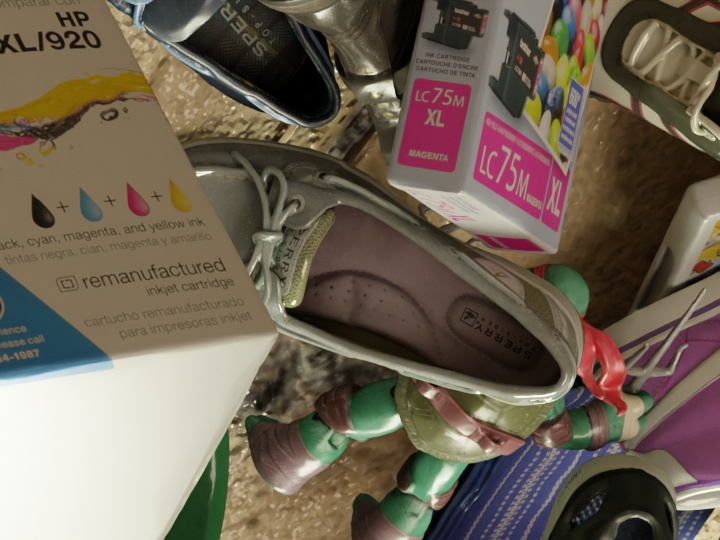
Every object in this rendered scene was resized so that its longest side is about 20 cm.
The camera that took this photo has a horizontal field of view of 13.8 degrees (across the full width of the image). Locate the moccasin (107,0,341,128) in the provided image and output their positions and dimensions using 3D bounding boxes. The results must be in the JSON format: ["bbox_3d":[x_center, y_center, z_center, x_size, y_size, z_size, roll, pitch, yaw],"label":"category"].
[{"bbox_3d":[-0.065,-0.126,1.177,0.081,0.068,0.200,-50,135,4],"label":"moccasin"}]

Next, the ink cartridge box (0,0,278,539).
[{"bbox_3d":[-0.152,-0.003,1.086,0.146,0.201,0.145,-8,145,-33],"label":"ink cartridge box"}]

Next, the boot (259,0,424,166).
[{"bbox_3d":[0.002,-0.157,1.194,0.174,0.069,0.201,38,57,-66],"label":"boot"}]

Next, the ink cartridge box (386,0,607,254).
[{"bbox_3d":[0.067,-0.117,1.216,0.119,0.042,0.201,27,71,-65],"label":"ink cartridge box"}]

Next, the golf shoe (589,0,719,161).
[{"bbox_3d":[0.144,-0.092,1.283,0.199,0.088,0.078,27,98,-1],"label":"golf shoe"}]

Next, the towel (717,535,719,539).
[{"bbox_3d":[0.182,0.157,1.499,0.201,0.023,0.144,-57,180,-17],"label":"towel"}]

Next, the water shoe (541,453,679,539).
[{"bbox_3d":[0.095,0.181,1.346,0.071,0.079,0.201,9,113,-1],"label":"water shoe"}]

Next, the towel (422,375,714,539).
[{"bbox_3d":[0.124,0.103,1.486,0.199,0.024,0.145,3,131,-40],"label":"towel"}]

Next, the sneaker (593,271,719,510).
[{"bbox_3d":[0.212,0.042,1.371,0.200,0.115,0.073,-31,155,11],"label":"sneaker"}]

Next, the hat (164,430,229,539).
[{"bbox_3d":[-0.175,0.091,1.285,0.200,0.175,0.167,-9,105,-67],"label":"hat"}]

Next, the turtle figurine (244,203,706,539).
[{"bbox_3d":[0.048,0.044,1.331,0.200,0.150,0.101,-42,180,23],"label":"turtle figurine"}]

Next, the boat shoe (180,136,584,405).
[{"bbox_3d":[0.000,0.002,1.248,0.201,0.065,0.075,27,97,2],"label":"boat shoe"}]

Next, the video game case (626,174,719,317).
[{"bbox_3d":[0.226,-0.018,1.431,0.199,0.023,0.182,-17,156,-17],"label":"video game case"}]
